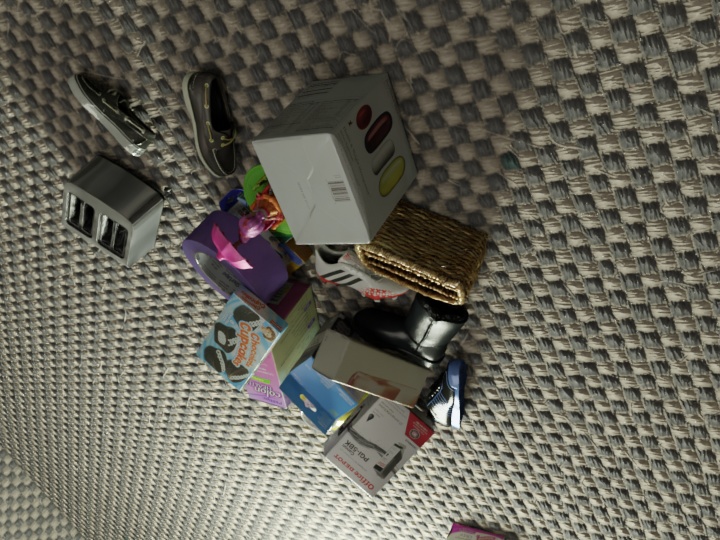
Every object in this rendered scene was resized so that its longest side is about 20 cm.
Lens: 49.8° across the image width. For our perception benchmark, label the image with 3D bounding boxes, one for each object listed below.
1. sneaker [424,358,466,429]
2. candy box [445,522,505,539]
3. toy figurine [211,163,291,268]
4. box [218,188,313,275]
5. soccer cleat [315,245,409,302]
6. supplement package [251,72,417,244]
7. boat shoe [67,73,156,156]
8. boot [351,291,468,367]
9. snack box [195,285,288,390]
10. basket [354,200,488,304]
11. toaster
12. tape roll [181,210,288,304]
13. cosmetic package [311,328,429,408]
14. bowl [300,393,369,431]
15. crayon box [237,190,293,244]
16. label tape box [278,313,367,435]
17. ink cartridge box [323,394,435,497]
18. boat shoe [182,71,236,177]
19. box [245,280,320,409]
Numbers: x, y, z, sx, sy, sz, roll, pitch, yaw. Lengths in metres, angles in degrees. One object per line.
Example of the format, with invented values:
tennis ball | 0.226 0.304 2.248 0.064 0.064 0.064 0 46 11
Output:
sneaker | 0.169 0.248 1.565 0.078 0.070 0.200 10 133 16
candy box | 0.296 0.721 1.915 0.136 0.061 0.200 7 131 28
toy figurine | -0.170 -0.086 1.320 0.150 0.184 0.200 43 137 -9
box | -0.202 -0.070 1.538 0.200 0.042 0.119 43 138 -12
soccer cleat | 0.000 0.000 1.454 0.200 0.069 0.085 15 138 27
supplement package | -0.032 -0.175 1.217 0.147 0.200 0.192 1 128 31
boat shoe | -0.471 -0.311 1.481 0.200 0.071 0.064 46 105 0
boot | 0.092 0.087 1.464 0.200 0.076 0.168 26 138 7
snack box | -0.228 0.132 1.477 0.116 0.037 0.200 39 128 4
basket | 0.096 -0.007 1.326 0.200 0.149 0.143 23 136 12
toaster | -0.515 -0.127 1.627 0.181 0.119 0.200 32 137 2
tape roll | -0.243 -0.016 1.501 0.200 0.085 0.200 33 157 16
cosmetic package | 0.020 0.192 1.513 0.200 0.087 0.103 24 177 -28
bowl | -0.075 0.295 1.734 0.200 0.108 0.200 17 135 18
crayon box | -0.123 -0.143 1.414 0.126 0.052 0.200 45 136 -11
label tape box | -0.054 0.209 1.573 0.144 0.200 0.063 48 137 -14
ink cartridge box | 0.038 0.360 1.658 0.147 0.083 0.200 41 95 -7
boat shoe | -0.258 -0.255 1.383 0.060 0.072 0.202 9 129 31
box | -0.168 0.148 1.611 0.096 0.176 0.200 11 133 24
